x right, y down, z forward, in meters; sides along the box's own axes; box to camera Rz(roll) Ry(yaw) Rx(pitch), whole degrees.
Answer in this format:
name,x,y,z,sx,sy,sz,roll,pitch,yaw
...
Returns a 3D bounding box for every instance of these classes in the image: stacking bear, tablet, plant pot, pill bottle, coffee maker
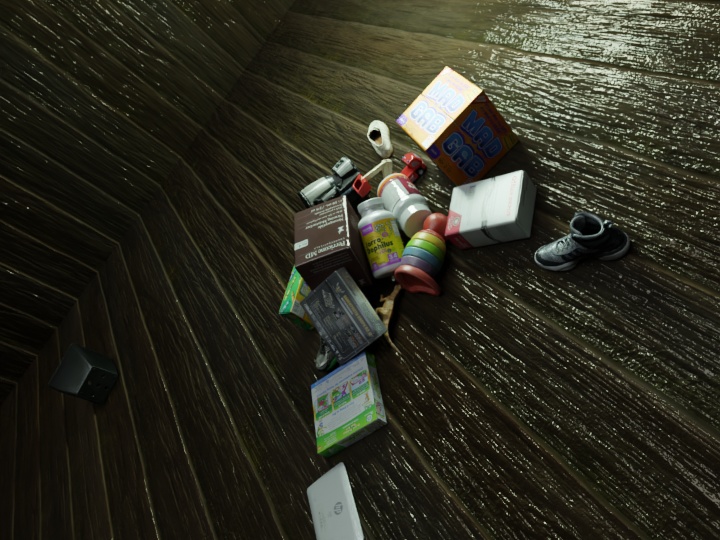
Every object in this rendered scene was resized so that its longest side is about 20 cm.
name,x,y,z,sx,sy,sz,roll,pitch,yaw
stacking bear,0.174,-0.054,1.474,0.120,0.114,0.202,5,62,47
tablet,-0.063,0.565,1.336,0.130,0.014,0.201,-41,40,17
plant pot,-1.151,0.457,2.438,0.176,0.200,0.202,17,75,37
pill bottle,0.055,-0.088,1.546,0.103,0.104,0.203,-23,81,33
coffee maker,-0.073,-0.231,1.833,0.199,0.193,0.135,-36,45,-4
pill bottle,0.127,-0.180,1.607,0.110,0.109,0.201,-44,39,13

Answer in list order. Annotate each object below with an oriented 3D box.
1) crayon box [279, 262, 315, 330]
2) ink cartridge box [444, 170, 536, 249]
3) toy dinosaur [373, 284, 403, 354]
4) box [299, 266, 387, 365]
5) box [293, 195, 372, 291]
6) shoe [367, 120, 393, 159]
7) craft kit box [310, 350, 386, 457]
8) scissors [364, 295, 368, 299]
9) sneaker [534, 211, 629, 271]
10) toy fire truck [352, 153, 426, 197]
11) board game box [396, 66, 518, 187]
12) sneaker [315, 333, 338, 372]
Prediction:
name,x,y,z,sx,sy,sz,roll,pitch,yaw
crayon box,-0.157,0.061,1.723,0.058,0.118,0.203,-8,57,42
ink cartridge box,0.317,-0.144,1.400,0.198,0.083,0.147,-9,56,42
toy dinosaur,0.064,0.117,1.495,0.105,0.060,0.203,-12,55,39
box,-0.047,0.118,1.485,0.158,0.048,0.201,-40,82,31
box,-0.075,-0.059,1.566,0.163,0.165,0.202,-18,47,13
shoe,0.062,-0.450,1.920,0.070,0.053,0.202,-38,41,19
craft kit box,-0.035,0.336,1.453,0.199,0.048,0.199,-35,40,24
scissors,-0.046,0.149,1.627,0.199,0.014,0.074,-41,47,21
sneaker,0.439,-0.064,1.188,0.198,0.113,0.077,-12,53,41
toy fire truck,0.086,-0.279,1.697,0.200,0.140,0.049,-48,38,8
board game box,0.256,-0.375,1.541,0.200,0.199,0.201,-45,39,12
sneaker,-0.092,0.178,1.583,0.077,0.085,0.204,-1,70,42
